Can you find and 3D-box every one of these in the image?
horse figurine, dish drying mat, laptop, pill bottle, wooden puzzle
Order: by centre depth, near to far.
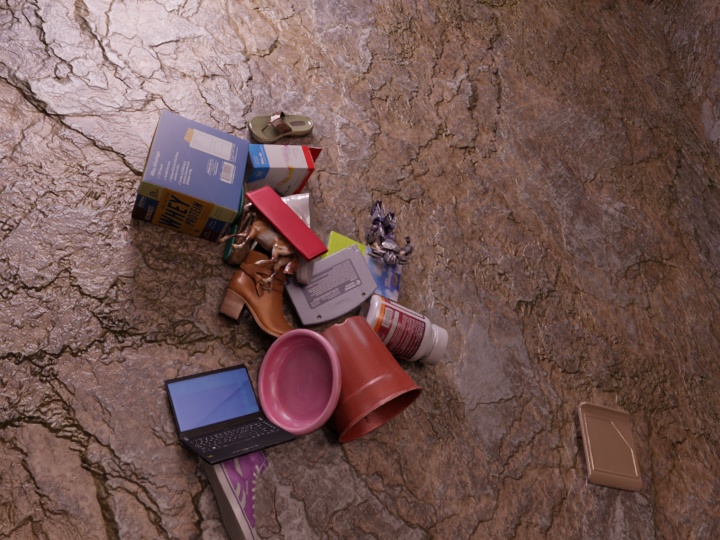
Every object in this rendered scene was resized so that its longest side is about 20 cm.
[{"bbox_3d":[-0.243,0.259,1.203,0.175,0.199,0.105,-8,100,-37],"label":"laptop"},{"bbox_3d":[-0.195,-0.054,1.344,0.199,0.050,0.132,40,50,15],"label":"horse figurine"},{"bbox_3d":[-0.155,-0.099,1.361,0.200,0.018,0.076,45,40,13],"label":"dish drying mat"},{"bbox_3d":[0.095,0.142,1.485,0.198,0.110,0.111,24,52,-16],"label":"pill bottle"},{"bbox_3d":[0.642,0.457,1.679,0.182,0.037,0.203,16,60,-23],"label":"wooden puzzle"}]

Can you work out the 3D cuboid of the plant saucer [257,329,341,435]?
[{"bbox_3d":[-0.114,0.220,1.275,0.051,0.199,0.203,20,48,-56],"label":"plant saucer"}]

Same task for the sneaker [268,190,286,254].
[{"bbox_3d":[-0.194,-0.097,1.482,0.089,0.076,0.203,-11,65,-25],"label":"sneaker"}]

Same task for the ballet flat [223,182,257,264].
[{"bbox_3d":[-0.257,-0.100,1.450,0.072,0.068,0.203,21,55,-31],"label":"ballet flat"}]

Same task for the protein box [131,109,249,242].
[{"bbox_3d":[-0.363,-0.200,1.396,0.197,0.135,0.202,17,55,-22],"label":"protein box"}]

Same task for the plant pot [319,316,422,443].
[{"bbox_3d":[-0.004,0.216,1.340,0.198,0.202,0.197,-15,63,-36],"label":"plant pot"}]

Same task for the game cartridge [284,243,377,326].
[{"bbox_3d":[-0.066,0.040,1.454,0.198,0.041,0.135,-25,82,-19],"label":"game cartridge"}]

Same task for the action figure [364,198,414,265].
[{"bbox_3d":[0.064,-0.082,1.584,0.129,0.070,0.202,24,33,-26],"label":"action figure"}]

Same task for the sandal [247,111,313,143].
[{"bbox_3d":[-0.202,-0.378,1.650,0.199,0.057,0.081,-21,74,-38],"label":"sandal"}]

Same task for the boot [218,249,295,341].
[{"bbox_3d":[-0.184,0.060,1.368,0.197,0.077,0.157,25,73,0],"label":"boot"}]

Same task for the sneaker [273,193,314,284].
[{"bbox_3d":[-0.161,-0.066,1.418,0.113,0.074,0.204,-4,76,4],"label":"sneaker"}]

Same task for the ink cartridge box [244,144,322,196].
[{"bbox_3d":[-0.187,-0.235,1.536,0.197,0.116,0.068,-5,64,-32],"label":"ink cartridge box"}]

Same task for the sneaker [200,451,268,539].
[{"bbox_3d":[-0.204,0.398,1.179,0.113,0.073,0.203,-11,69,-38],"label":"sneaker"}]

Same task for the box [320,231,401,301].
[{"bbox_3d":[0.000,0.000,1.553,0.197,0.048,0.124,23,54,-18],"label":"box"}]
